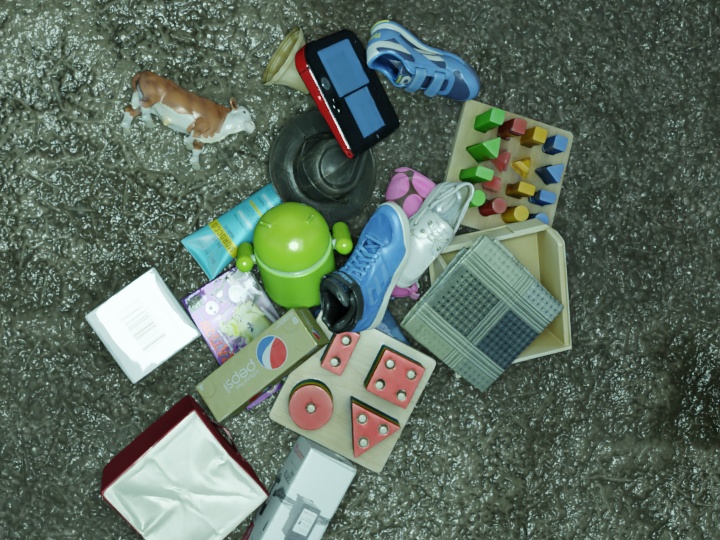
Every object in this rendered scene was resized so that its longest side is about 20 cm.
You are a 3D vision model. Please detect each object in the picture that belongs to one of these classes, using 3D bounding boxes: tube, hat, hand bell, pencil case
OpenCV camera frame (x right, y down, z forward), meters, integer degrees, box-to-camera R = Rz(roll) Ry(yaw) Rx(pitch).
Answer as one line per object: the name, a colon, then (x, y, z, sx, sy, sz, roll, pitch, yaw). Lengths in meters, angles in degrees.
tube: (-0.176, -0.075, 1.569, 0.199, 0.050, 0.078, -38, 79, -7)
hat: (-0.039, -0.166, 1.549, 0.199, 0.081, 0.203, 8, 75, -31)
hand bell: (-0.046, -0.280, 1.587, 0.199, 0.104, 0.105, 33, 83, -23)
pencil case: (0.068, -0.057, 1.585, 0.093, 0.091, 0.202, 15, 73, 0)

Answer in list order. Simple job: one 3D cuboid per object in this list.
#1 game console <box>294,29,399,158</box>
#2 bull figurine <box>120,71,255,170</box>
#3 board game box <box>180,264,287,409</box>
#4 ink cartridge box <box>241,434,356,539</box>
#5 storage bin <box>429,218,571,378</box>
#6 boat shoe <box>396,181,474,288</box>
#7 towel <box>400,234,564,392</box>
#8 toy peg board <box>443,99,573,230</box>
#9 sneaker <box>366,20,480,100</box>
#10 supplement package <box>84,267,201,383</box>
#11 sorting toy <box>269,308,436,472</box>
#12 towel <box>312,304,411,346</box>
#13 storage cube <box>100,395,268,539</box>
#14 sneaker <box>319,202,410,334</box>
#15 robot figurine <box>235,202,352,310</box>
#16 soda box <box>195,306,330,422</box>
game console: (-0.015, -0.273, 1.538, 0.031, 0.200, 0.178, -27, 98, 31)
bull figurine: (-0.261, -0.229, 1.528, 0.198, 0.065, 0.122, 24, 52, -4)
board game box: (-0.178, 0.100, 1.575, 0.119, 0.032, 0.201, -32, 97, -7)
ink cartridge box: (-0.097, 0.361, 1.532, 0.083, 0.145, 0.202, 30, 84, -9)
storage bin: (0.220, 0.039, 1.602, 0.197, 0.094, 0.201, -13, 112, -11)
boat shoe: (0.108, -0.062, 1.522, 0.071, 0.069, 0.201, 42, 63, -20)
towel: (0.184, 0.064, 1.538, 0.200, 0.035, 0.193, 40, 97, -26)
toy peg board: (0.248, -0.158, 1.637, 0.197, 0.098, 0.203, 15, 87, -12)
sneaker: (0.095, -0.314, 1.603, 0.198, 0.074, 0.083, 25, 53, -4)
supplement package: (-0.312, 0.074, 1.455, 0.117, 0.200, 0.117, -37, 98, -10)
sorting toy: (-0.011, 0.186, 1.548, 0.198, 0.070, 0.200, 27, 94, -6)
towel: (0.015, 0.119, 1.608, 0.111, 0.049, 0.201, -33, 98, -10)
storage cube: (-0.260, 0.312, 1.478, 0.200, 0.180, 0.171, -41, 98, -11)
sneaker: (0.001, 0.001, 1.454, 0.111, 0.076, 0.202, -10, 126, -51)
robot figurine: (-0.097, -0.021, 1.503, 0.173, 0.201, 0.117, -9, 59, -2)
soda box: (-0.146, 0.139, 1.505, 0.199, 0.064, 0.068, -38, 81, 13)
